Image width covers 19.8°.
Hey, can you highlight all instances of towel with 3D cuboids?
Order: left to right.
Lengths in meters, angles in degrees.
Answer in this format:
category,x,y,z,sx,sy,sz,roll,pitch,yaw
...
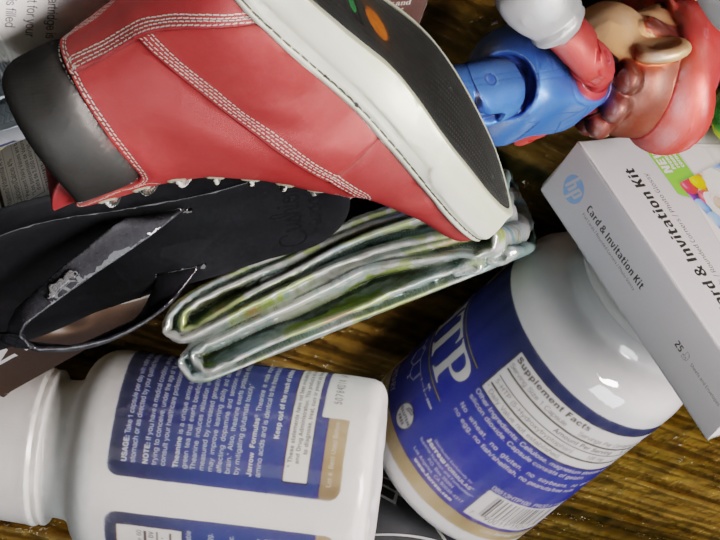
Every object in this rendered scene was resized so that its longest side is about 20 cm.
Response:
category,x,y,z,sx,sy,sz,roll,pitch,yaw
towel,0.000,0.000,1.008,0.171,0.048,0.200,-21,179,8

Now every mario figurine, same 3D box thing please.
category,x,y,z,sx,sy,sz,roll,pitch,yaw
mario figurine,0.077,-0.100,0.941,0.199,0.123,0.107,-12,109,-30

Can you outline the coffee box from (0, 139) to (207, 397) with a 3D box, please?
category,x,y,z,sx,sy,sz,roll,pitch,yaw
coffee box,-0.120,-0.037,0.929,0.199,0.080,0.113,-29,147,15

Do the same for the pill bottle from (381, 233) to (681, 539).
category,x,y,z,sx,sy,sz,roll,pitch,yaw
pill bottle,0.109,0.051,1.125,0.119,0.120,0.200,14,135,-40

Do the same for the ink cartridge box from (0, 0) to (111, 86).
category,x,y,z,sx,sy,sz,roll,pitch,yaw
ink cartridge box,-0.154,-0.141,0.755,0.199,0.085,0.145,-7,147,-17

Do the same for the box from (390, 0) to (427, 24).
category,x,y,z,sx,sy,sz,roll,pitch,yaw
box,-0.007,-0.182,0.784,0.100,0.075,0.200,-5,146,-21

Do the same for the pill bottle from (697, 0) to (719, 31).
category,x,y,z,sx,sy,sz,roll,pitch,yaw
pill bottle,0.172,-0.153,0.797,0.119,0.201,0.120,-13,147,-9

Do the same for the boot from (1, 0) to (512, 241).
category,x,y,z,sx,sy,sz,roll,pitch,yaw
boot,-0.040,-0.049,0.810,0.144,0.073,0.200,-32,137,20

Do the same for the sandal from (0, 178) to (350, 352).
category,x,y,z,sx,sy,sz,roll,pitch,yaw
sandal,-0.100,-0.003,0.874,0.199,0.043,0.076,-20,145,1

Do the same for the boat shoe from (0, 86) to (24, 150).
category,x,y,z,sx,sy,sz,roll,pitch,yaw
boat shoe,-0.185,-0.073,0.871,0.199,0.072,0.062,-18,172,6

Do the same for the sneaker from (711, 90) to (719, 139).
category,x,y,z,sx,sy,sz,roll,pitch,yaw
sneaker,0.264,-0.121,1.028,0.199,0.074,0.084,-24,123,10

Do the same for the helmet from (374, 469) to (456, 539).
category,x,y,z,sx,sy,sz,roll,pitch,yaw
helmet,-0.005,0.198,1.228,0.200,0.200,0.191,22,90,-45

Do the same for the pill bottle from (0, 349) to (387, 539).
category,x,y,z,sx,sy,sz,roll,pitch,yaw
pill bottle,-0.089,0.101,1.079,0.199,0.111,0.111,6,146,4

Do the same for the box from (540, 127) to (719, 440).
category,x,y,z,sx,sy,sz,roll,pitch,yaw
box,0.205,-0.003,1.039,0.199,0.156,0.041,-9,147,-40
